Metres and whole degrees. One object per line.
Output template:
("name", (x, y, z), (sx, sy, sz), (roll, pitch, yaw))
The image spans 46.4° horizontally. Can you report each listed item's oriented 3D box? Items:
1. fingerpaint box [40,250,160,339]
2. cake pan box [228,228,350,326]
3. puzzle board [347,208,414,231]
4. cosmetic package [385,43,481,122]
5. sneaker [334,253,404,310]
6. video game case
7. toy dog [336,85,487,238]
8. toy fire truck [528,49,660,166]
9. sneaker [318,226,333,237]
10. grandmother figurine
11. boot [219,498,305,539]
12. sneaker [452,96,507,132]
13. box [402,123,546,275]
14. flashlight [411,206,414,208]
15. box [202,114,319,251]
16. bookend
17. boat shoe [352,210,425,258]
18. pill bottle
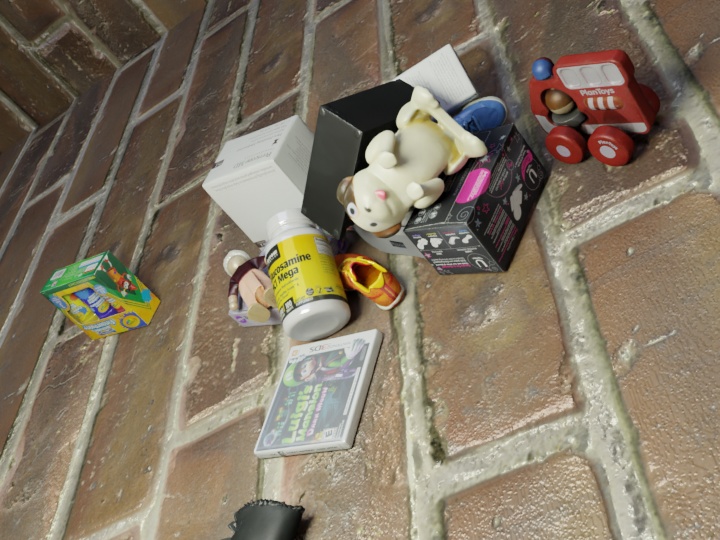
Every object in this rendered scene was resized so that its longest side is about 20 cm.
("fingerpaint box", (-0.563, 0.059, 1.817), (0.198, 0.167, 0.074), (-14, 39, 35))
("cake pan box", (-0.133, 0.013, 1.532), (0.198, 0.052, 0.185), (-9, 44, 40))
("puzzle board", (0.060, -0.131, 1.525), (0.199, 0.017, 0.151), (5, 55, 49))
("cosmetic package", (0.102, -0.298, 1.488), (0.199, 0.102, 0.071), (-29, -6, 15))
("sneaker", (0.000, 0.000, 1.384), (0.073, 0.077, 0.199), (-51, 32, -11))
("video game case", (-0.064, 0.188, 1.285), (0.180, 0.023, 0.201), (-15, 42, 35))
("toy dog", (0.054, -0.148, 1.241), (0.200, 0.139, 0.194), (-49, 16, -5))
("toy fire truck", (0.332, -0.252, 1.240), (0.199, 0.168, 0.113), (12, 60, 51))
("sneaker", (-0.027, -0.117, 1.506), (0.070, 0.080, 0.201), (-26, 31, 24))
("grandmother figurine", (-0.196, 0.015, 1.500), (0.121, 0.061, 0.200), (-38, 35, -8))
("boot", (-0.108, 0.376, 1.079), (0.197, 0.073, 0.163), (-18, 37, 33))
("sneaker", (0.163, -0.220, 1.440), (0.198, 0.077, 0.112), (-24, 23, 19))
("box", (0.177, -0.105, 1.284), (0.131, 0.115, 0.201), (-4, 48, 47))
("flashlight", (0.081, -0.133, 1.424), (0.199, 0.069, 0.067), (-7, 14, 46))
("box", (-0.155, -0.162, 1.614), (0.197, 0.200, 0.132), (-12, 42, 37))
("bookend", (0.015, -0.185, 1.370), (0.092, 0.200, 0.199), (35, 43, 26))
("boat shoe", (0.064, -0.073, 1.404), (0.066, 0.072, 0.199), (-50, 32, -20))
("pill bottle", (-0.094, 0.004, 1.380), (0.112, 0.112, 0.202), (-28, 61, 19))
